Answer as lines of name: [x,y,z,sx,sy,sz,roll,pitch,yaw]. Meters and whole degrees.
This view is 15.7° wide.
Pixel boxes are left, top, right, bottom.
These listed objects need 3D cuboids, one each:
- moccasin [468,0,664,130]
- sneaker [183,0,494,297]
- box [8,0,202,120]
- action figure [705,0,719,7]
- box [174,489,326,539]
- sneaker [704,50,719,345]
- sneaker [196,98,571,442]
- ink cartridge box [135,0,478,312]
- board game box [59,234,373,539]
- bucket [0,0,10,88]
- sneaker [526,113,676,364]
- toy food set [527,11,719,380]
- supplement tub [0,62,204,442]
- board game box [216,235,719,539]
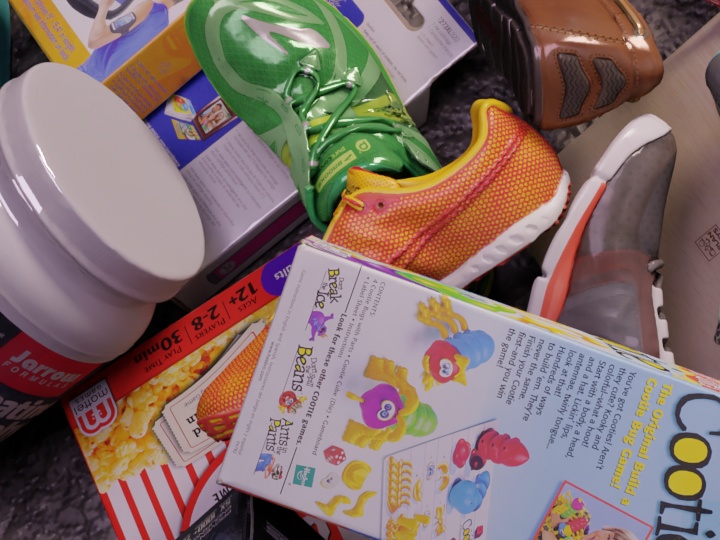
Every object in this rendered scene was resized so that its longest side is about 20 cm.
moccasin: [0.094,-0.129,1.217,0.078,0.201,0.074,-8,112,-7]
sneaker: [-0.005,-0.061,1.226,0.074,0.084,0.200,-40,88,3]
box: [-0.080,-0.170,1.327,0.200,0.041,0.119,-42,46,3]
action figure: [0.235,-0.128,1.189,0.200,0.052,0.066,16,60,-7]
box: [-0.060,0.217,1.114,0.200,0.086,0.164,-42,106,13]
sneaker: [0.183,-0.004,1.118,0.091,0.078,0.200,-33,64,22]
sneaker: [0.000,0.000,1.163,0.200,0.073,0.077,-41,97,-2]
ink cartridge box: [-0.039,-0.078,1.301,0.200,0.037,0.095,-40,64,4]
board game box: [-0.038,0.105,1.216,0.151,0.046,0.200,-33,58,9]
bucket: [-0.268,-0.132,1.311,0.135,0.207,0.208,-6,70,12]
sneaker: [0.113,0.032,1.160,0.082,0.077,0.200,21,93,8]
toy food set: [0.171,-0.006,1.200,0.143,0.060,0.200,-41,62,15]
supplement tub: [-0.188,0.008,1.242,0.200,0.140,0.141,-36,63,21]
board game box: [0.054,0.067,1.076,0.200,0.103,0.105,20,93,1]
